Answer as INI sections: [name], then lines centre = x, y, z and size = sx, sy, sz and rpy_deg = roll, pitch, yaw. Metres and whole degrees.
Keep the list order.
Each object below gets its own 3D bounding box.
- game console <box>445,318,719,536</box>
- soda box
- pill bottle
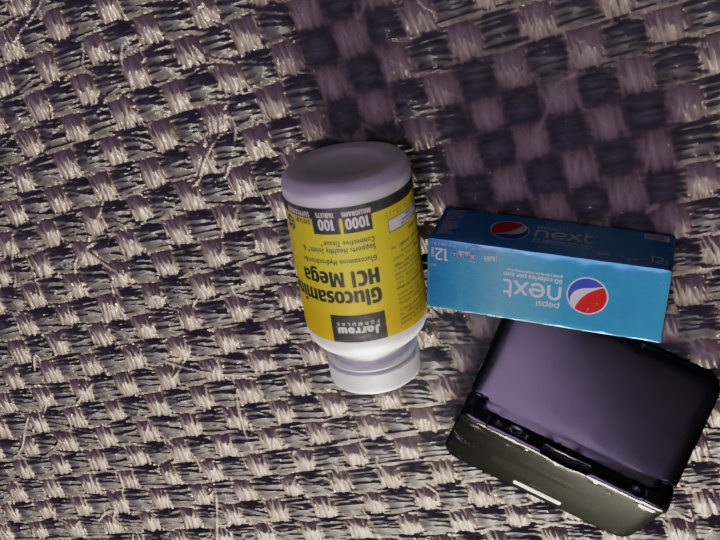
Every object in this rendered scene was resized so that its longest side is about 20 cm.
[game console]
centre = 0.198, 0.137, 0.899
size = 0.198, 0.117, 0.177
rpy_deg = 25, 153, 8
[soda box]
centre = 0.157, 0.001, 0.814
size = 0.197, 0.064, 0.069
rpy_deg = 9, 120, 17
[pill bottle]
centre = 0.000, 0.000, 0.846
size = 0.111, 0.113, 0.203
rpy_deg = 1, 117, 21
